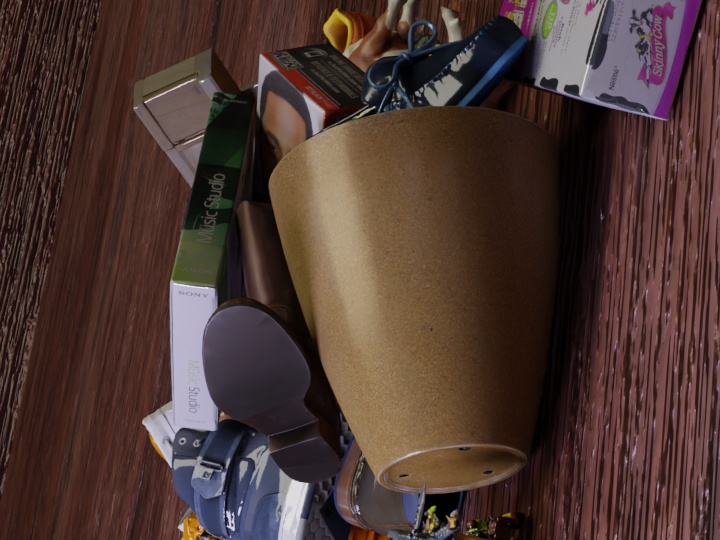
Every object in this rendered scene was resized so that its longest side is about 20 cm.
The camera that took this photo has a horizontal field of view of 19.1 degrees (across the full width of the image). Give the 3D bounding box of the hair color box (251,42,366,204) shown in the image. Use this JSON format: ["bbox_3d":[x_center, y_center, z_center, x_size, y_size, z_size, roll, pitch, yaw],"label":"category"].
[{"bbox_3d":[-0.031,-0.050,1.536,0.102,0.061,0.201,44,137,48],"label":"hair color box"}]

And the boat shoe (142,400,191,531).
[{"bbox_3d":[-0.112,0.194,1.697,0.074,0.067,0.201,147,100,-81],"label":"boat shoe"}]

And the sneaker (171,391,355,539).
[{"bbox_3d":[-0.057,0.101,1.519,0.146,0.077,0.203,15,85,42],"label":"sneaker"}]

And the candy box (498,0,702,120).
[{"bbox_3d":[0.147,-0.172,1.321,0.200,0.061,0.137,-143,68,-74],"label":"candy box"}]

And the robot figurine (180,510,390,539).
[{"bbox_3d":[-0.068,0.224,1.582,0.200,0.058,0.145,0,74,49],"label":"robot figurine"}]

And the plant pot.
[{"bbox_3d":[0.046,0.029,1.326,0.186,0.186,0.201,130,137,-57],"label":"plant pot"}]

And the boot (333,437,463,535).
[{"bbox_3d":[0.050,0.086,1.444,0.097,0.075,0.201,14,90,57],"label":"boot"}]

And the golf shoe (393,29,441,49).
[{"bbox_3d":[0.024,-0.088,1.697,0.097,0.078,0.201,-3,-67,-86],"label":"golf shoe"}]

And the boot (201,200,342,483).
[{"bbox_3d":[-0.063,0.012,1.395,0.187,0.064,0.200,69,-169,-49],"label":"boot"}]

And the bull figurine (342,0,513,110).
[{"bbox_3d":[0.032,-0.144,1.581,0.200,0.065,0.122,28,105,40],"label":"bull figurine"}]

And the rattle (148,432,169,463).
[{"bbox_3d":[-0.138,0.239,1.805,0.200,0.142,0.130,-56,42,35],"label":"rattle"}]

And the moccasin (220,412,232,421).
[{"bbox_3d":[-0.064,0.050,1.666,0.202,0.078,0.074,-56,5,-31],"label":"moccasin"}]

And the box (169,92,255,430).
[{"bbox_3d":[-0.103,-0.008,1.517,0.200,0.036,0.145,-84,-2,-46],"label":"box"}]

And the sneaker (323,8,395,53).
[{"bbox_3d":[-0.015,-0.129,1.820,0.073,0.077,0.201,131,148,-54],"label":"sneaker"}]

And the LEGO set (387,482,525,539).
[{"bbox_3d":[0.024,0.230,1.271,0.154,0.116,0.201,158,125,-71],"label":"LEGO set"}]

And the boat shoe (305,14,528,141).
[{"bbox_3d":[0.024,-0.105,1.367,0.200,0.069,0.084,-40,-2,39],"label":"boat shoe"}]

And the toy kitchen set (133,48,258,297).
[{"bbox_3d":[-0.078,-0.075,1.860,0.163,0.200,0.181,-23,38,16],"label":"toy kitchen set"}]
